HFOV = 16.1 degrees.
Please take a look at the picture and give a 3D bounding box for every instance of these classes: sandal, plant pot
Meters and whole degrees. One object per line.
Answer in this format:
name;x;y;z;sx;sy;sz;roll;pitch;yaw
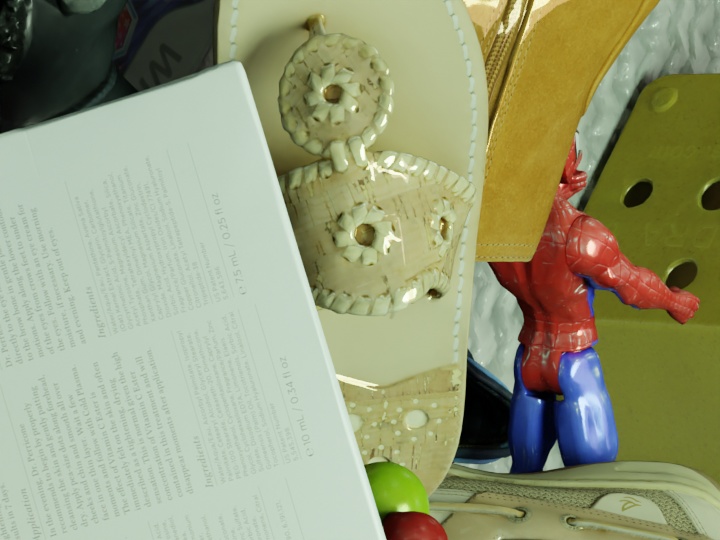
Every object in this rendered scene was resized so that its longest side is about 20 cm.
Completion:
sandal;0.006;-0.001;0.719;0.070;0.077;0.213;-107;-170;-54
plant pot;0.193;0.020;1.101;0.177;0.199;0.201;50;58;-36

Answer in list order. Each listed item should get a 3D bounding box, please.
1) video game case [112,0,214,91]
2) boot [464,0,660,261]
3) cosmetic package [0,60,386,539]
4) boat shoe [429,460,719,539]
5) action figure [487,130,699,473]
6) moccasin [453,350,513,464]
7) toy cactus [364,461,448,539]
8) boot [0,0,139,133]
video game case;-0.083;-0.149;0.772;0.144;0.018;0.200;-62;144;-26
boot;0.064;-0.075;0.802;0.200;0.071;0.145;-2;104;-31
cosmetic package;-0.072;0.066;0.637;0.052;0.150;0.201;128;-54;-87
boat shoe;0.032;0.105;0.866;0.065;0.198;0.072;-86;168;-70
action figure;0.085;0.034;0.929;0.099;0.065;0.202;-28;120;-48
moccasin;-0.001;0.028;0.902;0.200;0.068;0.081;15;87;-58
toy cactus;-0.075;0.080;0.743;0.165;0.199;0.103;-99;167;-67
boot;-0.070;-0.070;0.728;0.199;0.076;0.169;7;107;-47
